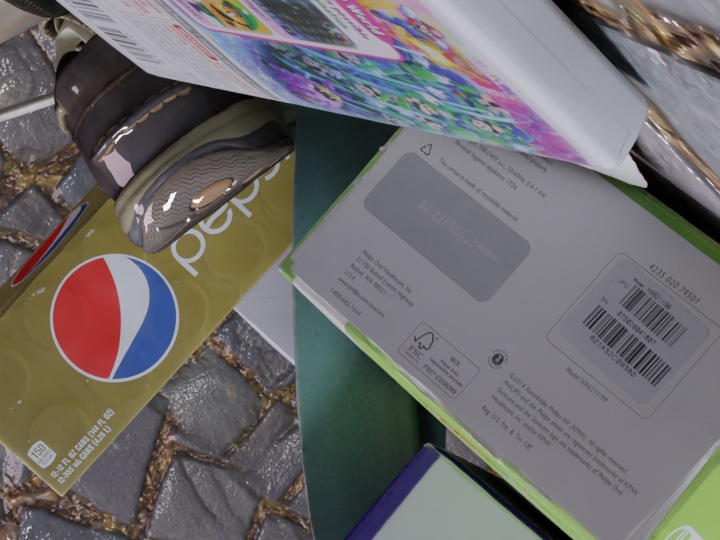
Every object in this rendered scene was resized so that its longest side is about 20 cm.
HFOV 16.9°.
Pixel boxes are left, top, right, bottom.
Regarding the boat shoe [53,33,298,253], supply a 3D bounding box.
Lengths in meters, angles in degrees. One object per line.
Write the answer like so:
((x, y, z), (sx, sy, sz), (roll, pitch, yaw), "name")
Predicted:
((-0.060, -0.058, 0.820), (0.073, 0.074, 0.200), (53, -179, -4), "boat shoe")

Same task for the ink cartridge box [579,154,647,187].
((-0.023, -0.102, 0.628), (0.199, 0.057, 0.163), (17, 165, 29), "ink cartridge box")

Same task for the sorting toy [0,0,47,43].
((-0.202, -0.158, 0.962), (0.180, 0.200, 0.107), (53, 161, 18), "sorting toy")

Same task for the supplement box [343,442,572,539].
((0.044, 0.133, 0.804), (0.103, 0.101, 0.200), (40, -179, 13), "supplement box")

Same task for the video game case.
((-0.053, -0.094, 0.558), (0.182, 0.024, 0.200), (15, 162, 46), "video game case")

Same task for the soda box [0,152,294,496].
((-0.077, -0.011, 0.957), (0.068, 0.200, 0.064), (43, 178, -12), "soda box")

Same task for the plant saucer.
((0.007, 0.012, 0.837), (0.036, 0.201, 0.200), (-1, 170, 7), "plant saucer")

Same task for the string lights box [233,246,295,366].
((0.000, 0.000, 1.075), (0.059, 0.103, 0.200), (41, 177, 2), "string lights box")

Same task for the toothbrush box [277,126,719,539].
((0.086, 0.045, 0.726), (0.146, 0.086, 0.200), (40, 177, 34), "toothbrush box")

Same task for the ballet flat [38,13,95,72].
((-0.132, -0.118, 1.399), (0.068, 0.075, 0.200), (45, 176, -39), "ballet flat")

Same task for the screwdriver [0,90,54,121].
((-0.110, -0.065, 0.928), (0.028, 0.199, 0.029), (21, -129, -63), "screwdriver")

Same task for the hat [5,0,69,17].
((-0.120, -0.139, 0.815), (0.201, 0.081, 0.201), (43, 177, 3), "hat")
